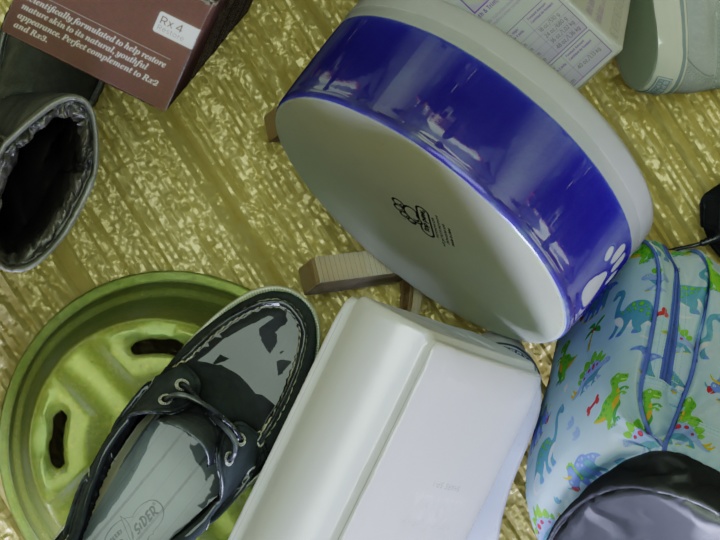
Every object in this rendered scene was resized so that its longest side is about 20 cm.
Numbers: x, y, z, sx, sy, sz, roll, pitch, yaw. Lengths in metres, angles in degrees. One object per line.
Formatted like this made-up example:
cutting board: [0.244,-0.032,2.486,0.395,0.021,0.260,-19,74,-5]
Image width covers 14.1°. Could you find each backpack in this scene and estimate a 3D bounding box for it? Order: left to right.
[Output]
backpack: [0.165,0.080,1.577,0.154,0.163,0.200,37,53,0]

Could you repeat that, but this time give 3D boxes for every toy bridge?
toy bridge: [0.000,0.000,1.643,0.067,0.027,0.200,-7,75,-27]

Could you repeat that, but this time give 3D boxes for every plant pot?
plant pot: [-0.106,0.093,1.571,0.200,0.184,0.201,0,86,-1]

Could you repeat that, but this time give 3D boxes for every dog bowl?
dog bowl: [0.054,-0.054,1.551,0.200,0.200,0.079,39,72,1]

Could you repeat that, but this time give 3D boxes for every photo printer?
photo printer: [0.004,0.120,1.499,0.069,0.166,0.200,27,93,25]

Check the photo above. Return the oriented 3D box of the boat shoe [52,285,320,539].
boat shoe: [-0.089,0.091,1.445,0.074,0.066,0.199,43,87,1]

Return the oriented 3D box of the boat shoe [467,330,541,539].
boat shoe: [0.051,0.127,1.631,0.073,0.065,0.200,25,107,-7]

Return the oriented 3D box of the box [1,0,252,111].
box: [-0.112,-0.164,1.576,0.100,0.200,0.075,27,111,1]

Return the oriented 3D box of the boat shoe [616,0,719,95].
boat shoe: [0.184,-0.197,1.658,0.071,0.070,0.201,3,81,-24]

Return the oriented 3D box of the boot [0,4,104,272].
boot: [-0.172,-0.088,1.570,0.072,0.200,0.182,16,88,-7]

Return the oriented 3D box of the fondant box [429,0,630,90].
fondant box: [0.057,-0.193,1.558,0.200,0.144,0.058,42,114,-12]

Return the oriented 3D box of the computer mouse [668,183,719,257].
computer mouse: [0.190,-0.018,1.662,0.200,0.034,0.059,-20,114,3]
